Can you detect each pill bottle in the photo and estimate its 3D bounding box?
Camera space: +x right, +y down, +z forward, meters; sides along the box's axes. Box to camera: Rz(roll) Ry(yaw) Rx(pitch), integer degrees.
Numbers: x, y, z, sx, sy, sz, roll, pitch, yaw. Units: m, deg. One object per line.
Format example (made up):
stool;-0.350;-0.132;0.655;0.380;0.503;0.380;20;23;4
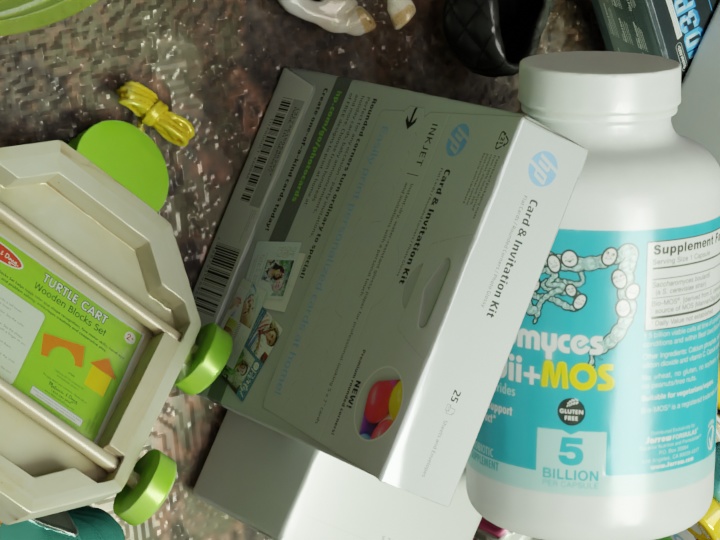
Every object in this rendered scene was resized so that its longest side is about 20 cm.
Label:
pill bottle;0.101;0.009;1.125;0.110;0.111;0.201;-7;104;-30

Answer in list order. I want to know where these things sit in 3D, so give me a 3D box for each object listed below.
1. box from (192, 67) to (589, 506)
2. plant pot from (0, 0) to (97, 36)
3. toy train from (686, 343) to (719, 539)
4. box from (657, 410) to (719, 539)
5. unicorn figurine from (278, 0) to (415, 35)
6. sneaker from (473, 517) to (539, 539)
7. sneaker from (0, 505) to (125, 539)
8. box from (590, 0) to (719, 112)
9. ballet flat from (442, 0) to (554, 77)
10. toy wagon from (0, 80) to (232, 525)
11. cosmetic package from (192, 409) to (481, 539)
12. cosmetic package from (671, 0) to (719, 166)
box;0.000;0.000;1.106;0.041;0.200;0.157;23;87;-31
plant pot;-0.158;-0.163;0.942;0.199;0.190;0.201;0;108;-1
toy train;0.216;0.053;1.196;0.150;0.056;0.201;-7;113;-35
box;0.247;0.124;1.341;0.176;0.097;0.200;-41;118;-17
unicorn figurine;-0.020;-0.169;1.145;0.137;0.074;0.200;40;64;-21
sneaker;0.089;0.136;1.264;0.087;0.074;0.200;38;84;-31
sneaker;-0.184;0.092;1.090;0.199;0.071;0.080;10;99;-31
box;0.186;-0.142;1.246;0.159;0.046;0.200;-43;137;-18
ballet flat;0.097;-0.182;1.200;0.066;0.057;0.201;16;100;-36
toy wagon;-0.127;0.008;1.100;0.155;0.040;0.201;38;53;-20
cosmetic package;0.018;0.038;1.194;0.107;0.085;0.201;23;86;-35
cosmetic package;0.190;-0.037;1.224;0.101;0.071;0.201;13;104;-47
